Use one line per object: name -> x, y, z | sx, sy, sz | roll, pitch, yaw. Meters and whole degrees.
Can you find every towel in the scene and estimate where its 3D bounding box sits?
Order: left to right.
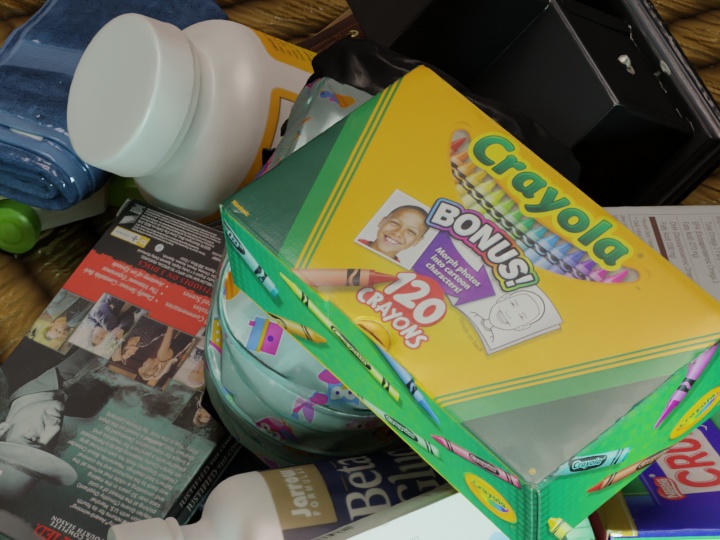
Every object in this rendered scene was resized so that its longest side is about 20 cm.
towel -> -0.164, -0.111, 1.423 | 0.111, 0.049, 0.200 | 15, 40, 19

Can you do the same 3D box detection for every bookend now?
bookend -> 0.090, -0.136, 1.403 | 0.199, 0.092, 0.199 | 14, 40, -47

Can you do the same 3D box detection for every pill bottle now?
pill bottle -> -0.057, -0.072, 1.337 | 0.199, 0.113, 0.113 | 17, 27, -39
pill bottle -> -0.008, 0.139, 1.079 | 0.199, 0.112, 0.111 | -8, 40, -13

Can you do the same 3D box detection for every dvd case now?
dvd case -> -0.117, 0.061, 1.231 | 0.145, 0.022, 0.200 | 20, 61, 32

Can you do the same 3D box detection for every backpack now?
backpack -> 0.000, 0.000, 1.155 | 0.166, 0.127, 0.201 | 25, 69, 11

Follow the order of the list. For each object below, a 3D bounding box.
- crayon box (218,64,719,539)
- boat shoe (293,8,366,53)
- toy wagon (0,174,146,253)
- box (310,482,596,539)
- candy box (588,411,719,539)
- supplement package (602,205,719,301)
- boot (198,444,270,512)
crayon box -> 0.049, 0.013, 1.023 | 0.119, 0.058, 0.200 | -36, 58, -22
boat shoe -> -0.010, -0.115, 1.491 | 0.199, 0.071, 0.070 | -25, 34, -18
toy wagon -> -0.193, -0.072, 1.446 | 0.199, 0.040, 0.156 | 11, 39, 9
box -> 0.050, 0.191, 1.017 | 0.144, 0.201, 0.036 | -21, 5, -12
candy box -> 0.189, 0.108, 1.138 | 0.199, 0.078, 0.169 | -2, 24, -7
supplement package -> 0.174, 0.045, 1.273 | 0.199, 0.117, 0.118 | -1, 39, -7
boot -> -0.094, 0.052, 1.280 | 0.090, 0.073, 0.200 | -34, 41, -17
